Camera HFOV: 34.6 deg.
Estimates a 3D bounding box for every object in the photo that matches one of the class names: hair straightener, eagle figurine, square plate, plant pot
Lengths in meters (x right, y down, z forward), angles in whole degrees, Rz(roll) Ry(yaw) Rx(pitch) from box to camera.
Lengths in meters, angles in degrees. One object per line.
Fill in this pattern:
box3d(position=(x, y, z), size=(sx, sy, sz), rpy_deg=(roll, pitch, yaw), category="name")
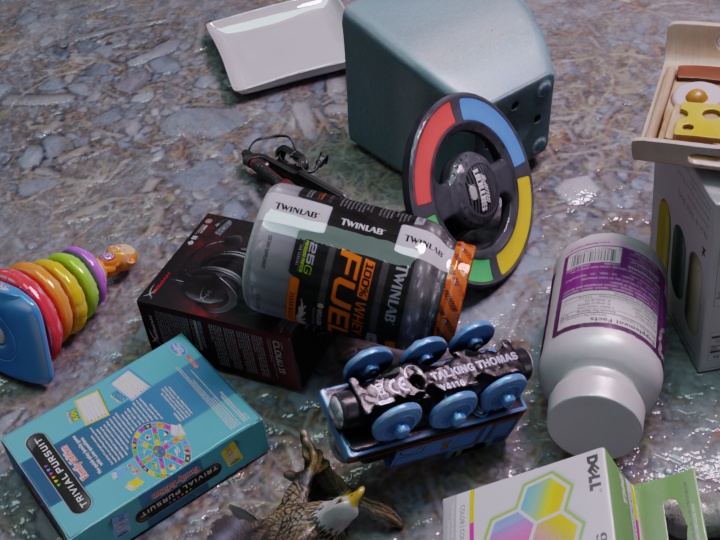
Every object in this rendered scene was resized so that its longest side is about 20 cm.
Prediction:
box3d(position=(-0.072, -0.112, 1.370), size=(0.077, 0.041, 0.199), rpy_deg=(-31, 41, -24), category="hair straightener")
box3d(position=(-0.044, 0.221, 0.893), size=(0.150, 0.152, 0.201), rpy_deg=(10, 36, 5), category="eagle figurine")
box3d(position=(-0.101, -0.314, 1.603), size=(0.196, 0.029, 0.201), rpy_deg=(-17, 42, -8), category="square plate")
box3d(position=(0.116, -0.212, 1.334), size=(0.195, 0.197, 0.200), rpy_deg=(-28, 51, -22), category="plant pot")

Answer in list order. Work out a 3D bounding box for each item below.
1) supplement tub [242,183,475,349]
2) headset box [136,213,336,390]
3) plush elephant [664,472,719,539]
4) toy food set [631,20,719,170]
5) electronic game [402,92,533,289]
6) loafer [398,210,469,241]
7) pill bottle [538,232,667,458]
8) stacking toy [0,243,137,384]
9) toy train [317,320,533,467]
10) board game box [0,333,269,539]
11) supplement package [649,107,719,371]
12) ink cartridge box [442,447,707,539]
box3d(position=(0.000, 0.000, 1.061), size=(0.198, 0.123, 0.123), rpy_deg=(14, 44, 6), category="supplement tub")
box3d(position=(-0.102, 0.030, 1.178), size=(0.198, 0.078, 0.149), rpy_deg=(12, 45, 24), category="headset box")
box3d(position=(0.340, 0.178, 0.870), size=(0.197, 0.156, 0.166), rpy_deg=(-9, 41, 0), category="plush elephant")
box3d(position=(0.327, -0.157, 1.019), size=(0.142, 0.061, 0.201), rpy_deg=(9, 43, 20), category="toy food set")
box3d(position=(0.114, -0.082, 1.184), size=(0.041, 0.201, 0.200), rpy_deg=(-5, 33, 45), category="electronic game")
box3d(position=(0.056, -0.034, 1.190), size=(0.063, 0.072, 0.199), rpy_deg=(-17, 11, 42), category="loafer")
box3d(position=(0.221, 0.069, 1.050), size=(0.111, 0.113, 0.201), rpy_deg=(4, 43, 14), category="pill bottle")
box3d(position=(-0.309, 0.019, 1.223), size=(0.115, 0.111, 0.200), rpy_deg=(18, 36, 31), category="stacking toy")
box3d(position=(0.057, 0.115, 0.997), size=(0.198, 0.115, 0.087), rpy_deg=(-12, 54, -26), category="toy train")
box3d(position=(-0.208, 0.161, 1.070), size=(0.199, 0.047, 0.151), rpy_deg=(-30, 46, -23), category="board game box")
box3d(position=(0.367, -0.039, 1.078), size=(0.149, 0.202, 0.153), rpy_deg=(-11, 40, -2), category="supplement package")
box3d(position=(0.161, 0.205, 0.890), size=(0.198, 0.059, 0.104), rpy_deg=(-22, 36, 23), category="ink cartridge box")
